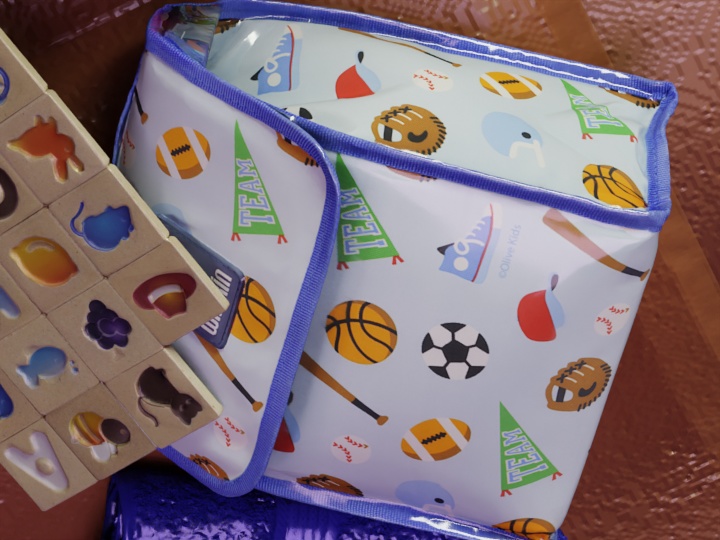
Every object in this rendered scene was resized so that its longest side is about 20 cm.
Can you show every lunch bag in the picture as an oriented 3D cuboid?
[{"bbox_3d":[0.000,0.000,0.987,0.200,0.124,0.170,15,122,-2],"label":"lunch bag"}]

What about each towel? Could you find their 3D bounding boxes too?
[{"bbox_3d":[-0.022,0.159,1.133,0.200,0.050,0.148,5,124,-13],"label":"towel"}]

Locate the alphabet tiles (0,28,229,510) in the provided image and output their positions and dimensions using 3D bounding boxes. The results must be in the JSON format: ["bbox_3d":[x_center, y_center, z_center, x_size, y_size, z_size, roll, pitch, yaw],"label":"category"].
[{"bbox_3d":[-0.146,-0.004,0.966,0.166,0.006,0.200,-30,105,34],"label":"alphabet tiles"}]
